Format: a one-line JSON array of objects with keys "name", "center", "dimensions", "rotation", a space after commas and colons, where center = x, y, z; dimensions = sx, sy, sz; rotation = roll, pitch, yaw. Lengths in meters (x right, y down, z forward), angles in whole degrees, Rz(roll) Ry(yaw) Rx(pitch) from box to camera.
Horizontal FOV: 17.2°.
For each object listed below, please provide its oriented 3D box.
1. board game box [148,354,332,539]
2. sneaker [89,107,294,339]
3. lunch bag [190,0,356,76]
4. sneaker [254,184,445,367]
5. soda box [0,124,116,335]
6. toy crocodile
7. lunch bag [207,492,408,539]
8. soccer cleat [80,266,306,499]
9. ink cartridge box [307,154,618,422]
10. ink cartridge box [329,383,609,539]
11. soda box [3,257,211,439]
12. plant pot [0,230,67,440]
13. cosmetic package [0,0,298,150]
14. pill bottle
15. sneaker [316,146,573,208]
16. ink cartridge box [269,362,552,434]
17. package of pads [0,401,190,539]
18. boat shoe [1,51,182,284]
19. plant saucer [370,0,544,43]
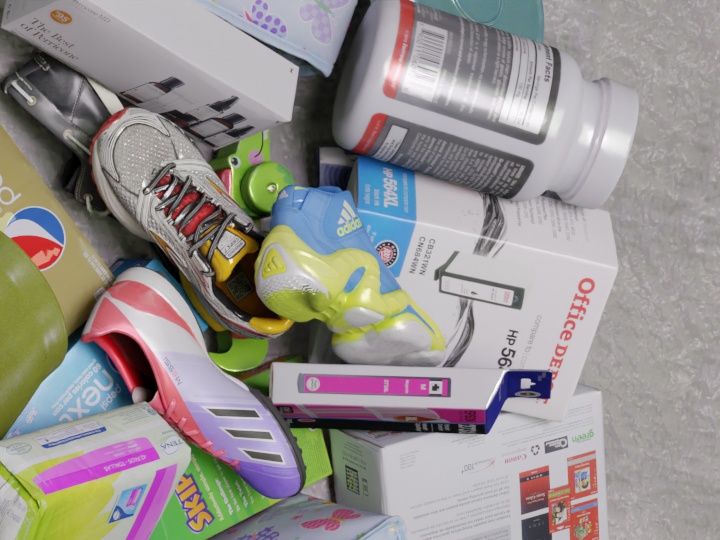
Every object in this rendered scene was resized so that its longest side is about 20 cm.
[{"name": "board game box", "center": [-0.101, 0.135, 1.719], "dimensions": [0.200, 0.030, 0.096], "rotation": [-24, 102, -50]}, {"name": "sneaker", "center": [-0.107, -0.034, 1.641], "dimensions": [0.078, 0.082, 0.200], "rotation": [-47, 113, -15]}, {"name": "lunch bag", "center": [-0.095, -0.253, 1.700], "dimensions": [0.200, 0.127, 0.170], "rotation": [25, 79, -35]}, {"name": "sneaker", "center": [0.000, 0.000, 1.653], "dimensions": [0.200, 0.076, 0.105], "rotation": [36, 49, -53]}, {"name": "soda box", "center": [-0.256, -0.046, 1.646], "dimensions": [0.064, 0.068, 0.200], "rotation": [-43, 109, -22]}, {"name": "toy crocodile", "center": [-0.089, -0.021, 1.738], "dimensions": [0.062, 0.068, 0.200], "rotation": [1, 90, -28]}, {"name": "lunch bag", "center": [-0.074, 0.245, 1.688], "dimensions": [0.200, 0.170, 0.127], "rotation": [-28, 106, -25]}, {"name": "soccer cleat", "center": [-0.116, 0.092, 1.643], "dimensions": [0.200, 0.068, 0.073], "rotation": [53, 47, -14]}, {"name": "ink cartridge box", "center": [0.075, 0.015, 1.751], "dimensions": [0.200, 0.084, 0.146], "rotation": [12, 120, -7]}, {"name": "ink cartridge box", "center": [0.087, 0.187, 1.821], "dimensions": [0.200, 0.084, 0.176], "rotation": [-12, 105, -28]}, {"name": "soda box", "center": [-0.200, 0.083, 1.678], "dimensions": [0.200, 0.064, 0.068], "rotation": [-49, 112, -20]}, {"name": "plant pot", "center": [-0.302, 0.065, 1.565], "dimensions": [0.193, 0.200, 0.200], "rotation": [-40, 108, -35]}, {"name": "cosmetic package", "center": [-0.143, -0.153, 1.637], "dimensions": [0.200, 0.083, 0.051], "rotation": [29, 55, -37]}, {"name": "pill bottle", "center": [0.089, -0.116, 1.707], "dimensions": [0.200, 0.116, 0.116], "rotation": [17, 81, -11]}, {"name": "sneaker", "center": [0.064, -0.068, 1.820], "dimensions": [0.199, 0.115, 0.081], "rotation": [6, 122, -1]}, {"name": "ink cartridge box", "center": [0.037, 0.092, 1.702], "dimensions": [0.200, 0.095, 0.037], "rotation": [-1, 75, 3]}, {"name": "package of pads", "center": [-0.216, 0.189, 1.582], "dimensions": [0.154, 0.068, 0.200], "rotation": [-15, 140, -50]}, {"name": "boat shoe", "center": [-0.179, -0.069, 1.694], "dimensions": [0.068, 0.072, 0.200], "rotation": [-36, 106, -11]}, {"name": "plant saucer", "center": [0.080, -0.214, 1.814], "dimensions": [0.200, 0.027, 0.200], "rotation": [20, 62, -43]}]
